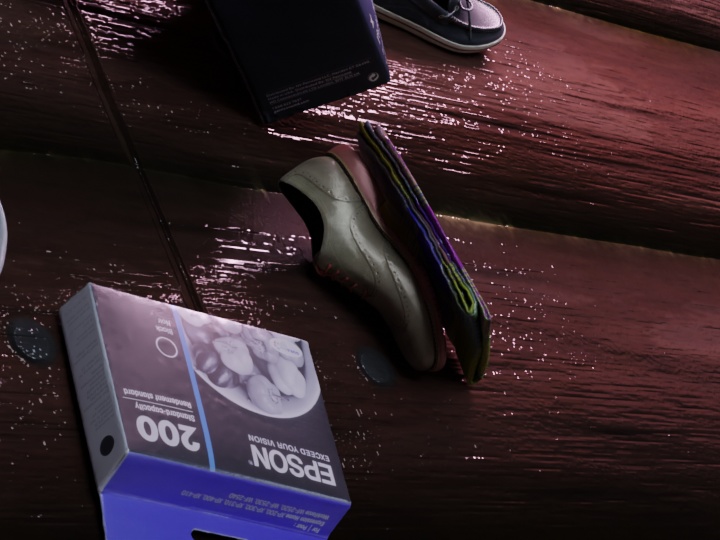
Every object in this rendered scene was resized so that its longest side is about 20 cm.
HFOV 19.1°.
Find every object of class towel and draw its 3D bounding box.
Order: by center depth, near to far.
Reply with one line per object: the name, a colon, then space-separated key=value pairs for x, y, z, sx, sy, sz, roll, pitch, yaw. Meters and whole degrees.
towel: x=0.050 y=-0.014 z=1.714 sx=0.023 sy=0.144 sz=0.200 roll=-25 pitch=68 yaw=-9

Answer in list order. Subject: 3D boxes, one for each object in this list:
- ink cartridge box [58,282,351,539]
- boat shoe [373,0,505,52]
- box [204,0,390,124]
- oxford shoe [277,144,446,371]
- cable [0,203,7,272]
ink cartridge box: x=-0.100 y=0.115 z=1.455 sx=0.198 sy=0.043 sz=0.200 roll=17 pitch=43 yaw=-38
boat shoe: x=0.074 y=-0.262 z=2.057 sx=0.200 sy=0.062 sz=0.075 roll=16 pitch=41 yaw=-41
box: x=-0.069 y=-0.268 z=1.757 sx=0.198 sy=0.123 sz=0.200 roll=63 pitch=11 yaw=-50
oxford shoe: x=0.000 y=0.000 z=1.696 sx=0.075 sy=0.070 sz=0.200 roll=-23 pitch=74 yaw=-24
cable: x=-0.320 y=-0.040 z=1.348 sx=0.200 sy=0.069 sz=0.200 roll=24 pitch=39 yaw=-33
